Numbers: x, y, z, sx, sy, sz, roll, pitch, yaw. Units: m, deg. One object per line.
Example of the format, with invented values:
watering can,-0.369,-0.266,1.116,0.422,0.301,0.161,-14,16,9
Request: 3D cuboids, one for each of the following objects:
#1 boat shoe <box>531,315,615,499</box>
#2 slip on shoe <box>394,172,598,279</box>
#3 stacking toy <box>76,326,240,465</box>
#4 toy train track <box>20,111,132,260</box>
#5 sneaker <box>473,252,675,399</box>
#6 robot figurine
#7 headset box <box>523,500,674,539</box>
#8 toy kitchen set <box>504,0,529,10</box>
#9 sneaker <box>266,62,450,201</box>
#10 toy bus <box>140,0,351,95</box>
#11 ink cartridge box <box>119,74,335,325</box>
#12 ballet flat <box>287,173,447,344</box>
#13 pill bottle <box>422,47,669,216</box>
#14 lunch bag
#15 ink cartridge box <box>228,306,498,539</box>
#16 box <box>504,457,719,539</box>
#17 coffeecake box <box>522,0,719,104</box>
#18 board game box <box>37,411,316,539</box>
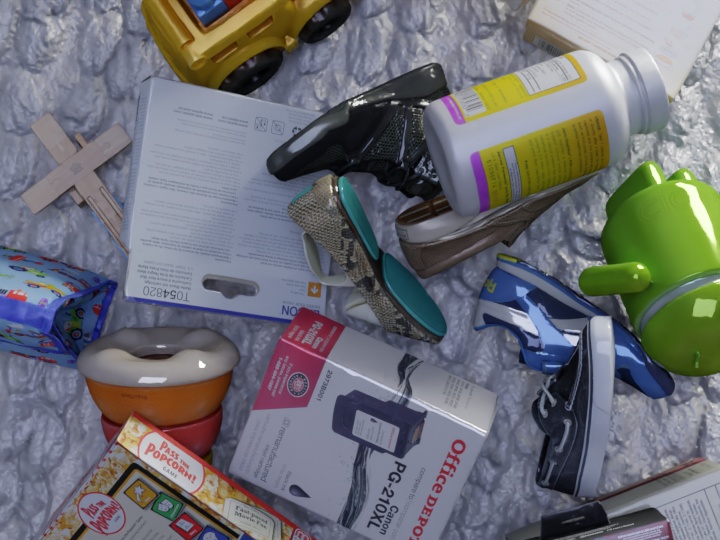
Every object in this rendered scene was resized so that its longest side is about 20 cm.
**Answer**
boat shoe,0.183,0.120,1.163,0.067,0.201,0.072,6,43,8
slip on shoe,0.130,-0.053,1.220,0.198,0.076,0.061,-24,110,-11
stacking toy,-0.181,0.159,1.207,0.144,0.146,0.202,1,103,3
toy train track,-0.242,-0.060,1.262,0.114,0.033,0.201,-37,90,-8
sneaker,0.192,0.065,1.211,0.199,0.074,0.083,34,93,10
robot figurine,0.282,0.004,1.163,0.174,0.116,0.202,8,50,-33
headset box,0.193,0.290,1.077,0.147,0.075,0.202,-14,87,2
toy kitchen set,0.159,-0.342,1.238,0.164,0.180,0.200,50,129,14
sneaker,0.015,-0.104,1.206,0.198,0.076,0.115,-26,91,-30
toy bus,-0.105,-0.263,1.191,0.199,0.192,0.136,-35,83,-2
ink cartridge box,-0.115,-0.058,1.208,0.198,0.041,0.202,10,83,-25
ballet flat,0.000,0.000,1.204,0.075,0.068,0.200,-26,121,20
pill bottle,0.161,-0.125,1.151,0.198,0.104,0.105,-19,84,-3
lunch bag,-0.317,0.024,1.170,0.149,0.200,0.095,15,85,4
ink cartridge box,0.004,0.146,1.180,0.198,0.084,0.146,24,112,4
box,0.241,0.261,1.169,0.198,0.109,0.129,-21,86,1
coffeecake box,0.265,-0.274,1.233,0.153,0.073,0.201,29,87,5
board game box,-0.160,0.237,1.163,0.199,0.046,0.152,37,120,-9
